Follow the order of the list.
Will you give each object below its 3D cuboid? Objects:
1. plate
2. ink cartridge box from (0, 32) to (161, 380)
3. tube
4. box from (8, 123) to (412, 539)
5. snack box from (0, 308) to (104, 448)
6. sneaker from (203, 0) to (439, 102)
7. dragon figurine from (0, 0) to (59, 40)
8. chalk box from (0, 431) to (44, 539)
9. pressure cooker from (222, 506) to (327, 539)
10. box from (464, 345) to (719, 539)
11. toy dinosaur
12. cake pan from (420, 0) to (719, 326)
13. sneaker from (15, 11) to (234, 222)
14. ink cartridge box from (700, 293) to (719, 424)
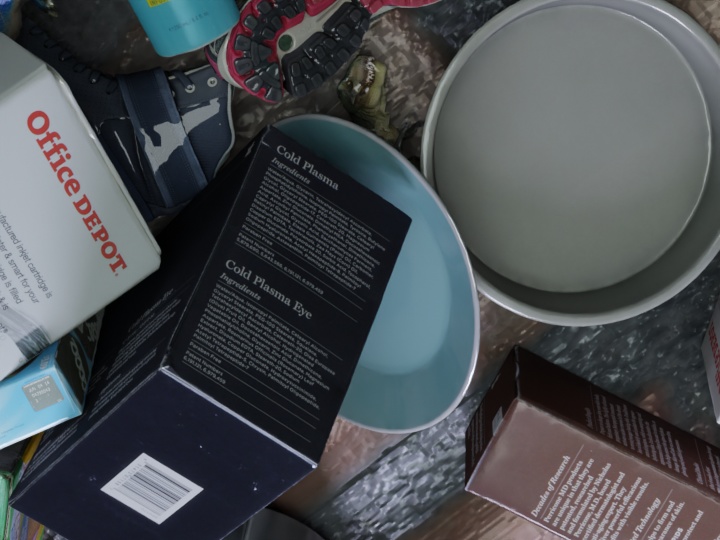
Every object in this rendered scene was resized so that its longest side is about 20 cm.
[{"bbox_3d":[0.000,0.000,1.401,0.200,0.026,0.200,23,126,36],"label":"plate"},{"bbox_3d":[-0.228,-0.013,1.275,0.200,0.083,0.147,-35,126,-13],"label":"ink cartridge box"},{"bbox_3d":[-0.127,-0.212,1.268,0.077,0.050,0.200,-27,113,-2],"label":"tube"},{"bbox_3d":[-0.084,0.052,1.340,0.104,0.182,0.200,32,141,-15],"label":"box"},{"bbox_3d":[-0.210,0.048,1.382,0.116,0.200,0.037,-24,111,9],"label":"snack box"},{"bbox_3d":[-0.006,-0.176,1.357,0.200,0.075,0.081,-35,115,-15],"label":"sneaker"},{"bbox_3d":[-0.236,-0.163,1.333,0.099,0.059,0.200,-29,88,-6],"label":"dragon figurine"},{"bbox_3d":[-0.261,0.149,1.415,0.124,0.200,0.124,9,108,2],"label":"chalk box"},{"bbox_3d":[-0.088,0.248,1.435,0.179,0.200,0.176,44,103,-10],"label":"pressure cooker"},{"bbox_3d":[0.165,0.132,1.439,0.200,0.100,0.075,29,106,-5],"label":"box"},{"bbox_3d":[0.030,-0.037,1.429,0.088,0.047,0.200,1,111,7],"label":"toy dinosaur"},{"bbox_3d":[0.129,-0.068,1.392,0.200,0.037,0.200,-2,101,-12],"label":"cake pan"},{"bbox_3d":[-0.155,-0.119,1.401,0.146,0.077,0.202,-25,91,-3],"label":"sneaker"},{"bbox_3d":[0.267,-0.010,1.368,0.083,0.147,0.200,17,106,-1],"label":"ink cartridge box"}]
